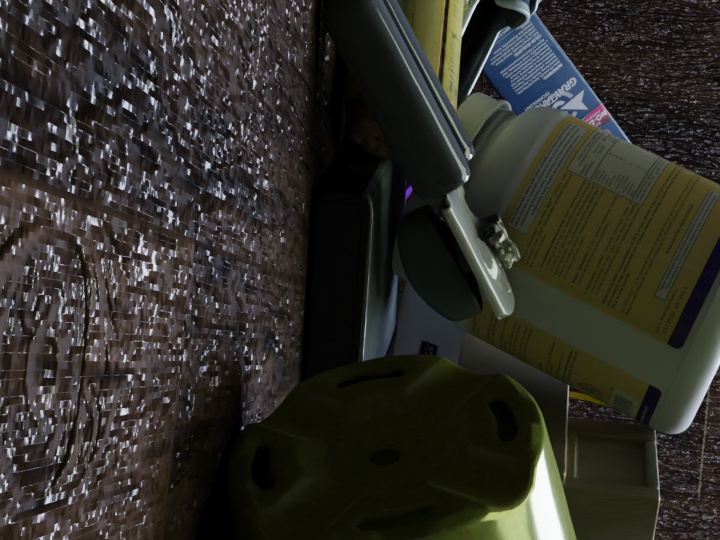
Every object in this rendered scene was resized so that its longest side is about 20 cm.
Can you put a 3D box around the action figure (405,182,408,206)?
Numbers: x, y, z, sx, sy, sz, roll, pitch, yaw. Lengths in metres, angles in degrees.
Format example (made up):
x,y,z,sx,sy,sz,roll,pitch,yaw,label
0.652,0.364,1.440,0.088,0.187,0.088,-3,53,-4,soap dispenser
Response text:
x,y,z,sx,sy,sz,roll,pitch,yaw,label
0.058,-0.093,1.201,0.099,0.064,0.202,-62,159,-51,action figure

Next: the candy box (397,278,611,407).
x,y,z,sx,sy,sz,roll,pitch,yaw,label
0.098,0.031,1.073,0.026,0.197,0.103,-57,154,-50,candy box

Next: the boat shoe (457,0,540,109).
x,y,z,sx,sy,sz,roll,pitch,yaw,label
0.076,-0.168,0.928,0.202,0.071,0.070,-59,155,-1,boat shoe

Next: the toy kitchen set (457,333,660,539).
x,y,z,sx,sy,sz,roll,pitch,yaw,label
0.074,0.157,0.953,0.164,0.197,0.183,-70,165,-65,toy kitchen set

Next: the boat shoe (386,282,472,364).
x,y,z,sx,sy,sz,roll,pitch,yaw,label
0.044,0.066,1.057,0.070,0.070,0.202,-52,159,-58,boat shoe

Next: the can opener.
x,y,z,sx,sy,sz,roll,pitch,yaw,label
0.029,-0.056,0.793,0.053,0.066,0.202,-77,144,-63,can opener

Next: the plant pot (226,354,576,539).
x,y,z,sx,sy,sz,roll,pitch,yaw,label
0.024,0.146,0.643,0.201,0.197,0.186,-74,157,-60,plant pot

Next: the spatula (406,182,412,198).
x,y,z,sx,sy,sz,roll,pitch,yaw,label
0.050,-0.104,1.019,0.057,0.020,0.202,-21,135,-84,spatula

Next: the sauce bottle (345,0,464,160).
x,y,z,sx,sy,sz,roll,pitch,yaw,label
0.030,-0.164,0.874,0.066,0.065,0.203,81,15,-67,sauce bottle

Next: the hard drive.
x,y,z,sx,sy,sz,roll,pitch,yaw,label
0.000,0.000,0.897,0.200,0.032,0.142,-66,161,-72,hard drive

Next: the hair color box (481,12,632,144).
x,y,z,sx,sy,sz,roll,pitch,yaw,label
0.123,-0.164,1.171,0.200,0.060,0.100,48,12,-25,hair color box

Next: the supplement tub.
x,y,z,sx,sy,sz,roll,pitch,yaw,label
0.133,-0.009,0.908,0.146,0.198,0.146,-57,165,-24,supplement tub
